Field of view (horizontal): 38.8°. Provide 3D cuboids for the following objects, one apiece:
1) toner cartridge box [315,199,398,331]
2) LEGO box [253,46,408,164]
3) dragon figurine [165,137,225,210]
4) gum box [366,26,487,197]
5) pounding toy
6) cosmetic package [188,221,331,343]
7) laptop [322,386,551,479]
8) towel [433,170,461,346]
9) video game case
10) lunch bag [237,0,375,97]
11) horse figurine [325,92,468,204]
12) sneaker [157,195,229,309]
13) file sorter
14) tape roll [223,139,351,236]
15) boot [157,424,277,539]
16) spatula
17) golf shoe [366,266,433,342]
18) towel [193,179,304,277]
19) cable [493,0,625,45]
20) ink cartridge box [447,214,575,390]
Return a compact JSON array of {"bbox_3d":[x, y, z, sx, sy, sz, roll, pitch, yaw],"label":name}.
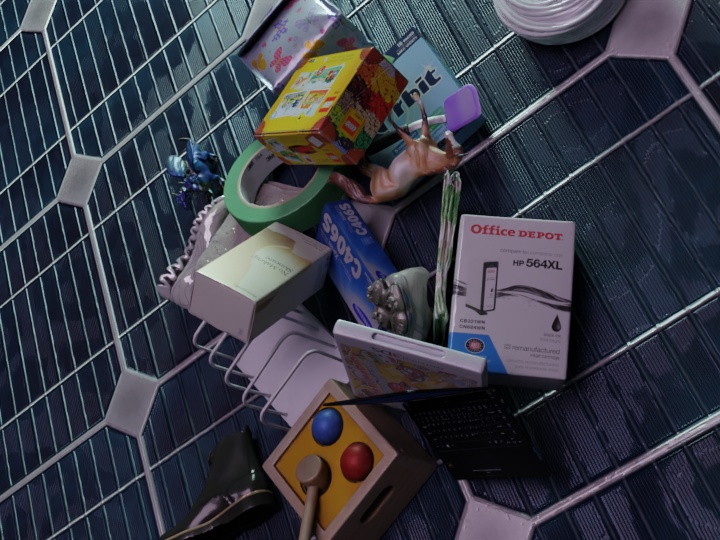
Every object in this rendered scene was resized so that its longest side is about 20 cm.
[{"bbox_3d":[0.000,0.000,1.447,0.200,0.043,0.095,57,147,36],"label":"toner cartridge box"},{"bbox_3d":[-0.046,-0.232,1.468,0.200,0.077,0.149,10,65,58],"label":"LEGO box"},{"bbox_3d":[-0.286,-0.178,1.716,0.059,0.099,0.200,-35,56,20],"label":"dragon figurine"},{"bbox_3d":[0.070,-0.236,1.514,0.170,0.045,0.200,-42,55,17],"label":"gum box"},{"bbox_3d":[-0.032,0.277,1.332,0.200,0.142,0.184,-52,51,8],"label":"pounding toy"},{"bbox_3d":[-0.136,0.012,1.421,0.105,0.200,0.071,25,122,17],"label":"cosmetic package"},{"bbox_3d":[0.089,0.197,1.199,0.103,0.200,0.177,-42,14,-33],"label":"laptop"},{"bbox_3d":[0.113,-0.012,1.344,0.023,0.153,0.200,4,73,5],"label":"towel"},{"bbox_3d":[0.066,0.133,1.246,0.182,0.200,0.023,14,65,15],"label":"video game case"},{"bbox_3d":[-0.104,-0.368,1.642,0.170,0.127,0.200,-47,46,10],"label":"lunch bag"},{"bbox_3d":[0.049,-0.154,1.434,0.200,0.050,0.133,-36,72,24],"label":"horse figurine"},{"bbox_3d":[-0.246,-0.027,1.657,0.081,0.075,0.200,32,95,25],"label":"sneaker"},{"bbox_3d":[-0.125,0.123,1.470,0.200,0.124,0.139,41,99,38],"label":"file sorter"},{"bbox_3d":[-0.114,-0.140,1.572,0.200,0.048,0.201,-16,48,18],"label":"tape roll"},{"bbox_3d":[-0.222,0.330,1.503,0.200,0.077,0.138,-27,54,10],"label":"boot"},{"bbox_3d":[0.084,-0.206,1.451,0.200,0.021,0.057,-20,68,30],"label":"spatula"},{"bbox_3d":[0.069,0.088,1.350,0.078,0.097,0.200,24,130,36],"label":"golf shoe"},{"bbox_3d":[-0.164,-0.056,1.591,0.132,0.034,0.200,14,64,40],"label":"towel"},{"bbox_3d":[0.277,-0.406,1.414,0.200,0.069,0.200,-11,68,32],"label":"cable"},{"bbox_3d":[0.186,0.038,1.268,0.146,0.084,0.200,4,74,7],"label":"ink cartridge box"}]
